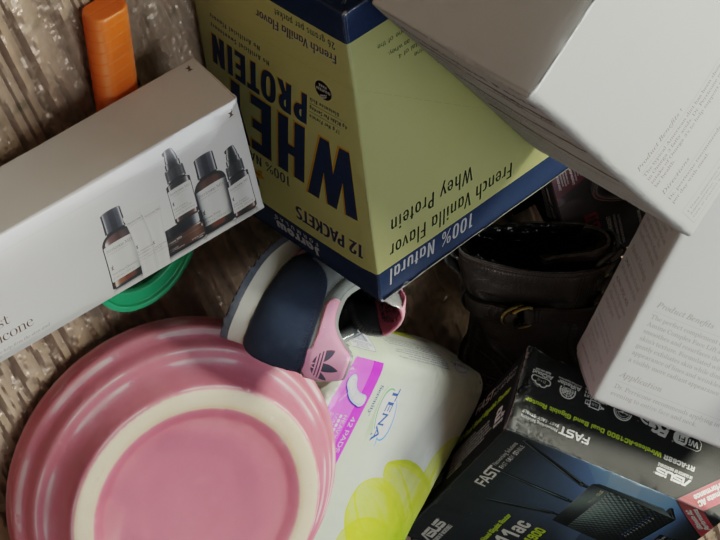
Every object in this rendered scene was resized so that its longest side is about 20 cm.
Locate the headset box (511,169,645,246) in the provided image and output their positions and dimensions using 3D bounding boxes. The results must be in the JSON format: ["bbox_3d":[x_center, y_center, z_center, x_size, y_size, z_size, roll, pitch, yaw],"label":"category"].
[{"bbox_3d":[0.177,-0.093,1.790,0.199,0.075,0.149,-25,149,-3],"label":"headset box"}]

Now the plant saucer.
[{"bbox_3d":[-0.101,0.127,1.664,0.200,0.051,0.202,-10,115,-22],"label":"plant saucer"}]

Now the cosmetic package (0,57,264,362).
[{"bbox_3d":[-0.150,-0.024,1.525,0.200,0.051,0.083,-32,135,-18],"label":"cosmetic package"}]

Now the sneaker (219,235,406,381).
[{"bbox_3d":[0.000,0.000,1.677,0.200,0.082,0.070,-47,163,-44],"label":"sneaker"}]

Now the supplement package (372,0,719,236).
[{"bbox_3d":[0.120,-0.122,1.498,0.117,0.117,0.200,-55,144,-1],"label":"supplement package"}]

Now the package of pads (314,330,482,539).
[{"bbox_3d":[-0.022,0.128,1.796,0.154,0.068,0.201,16,105,-52],"label":"package of pads"}]

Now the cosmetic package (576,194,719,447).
[{"bbox_3d":[0.216,-0.004,1.722,0.101,0.074,0.201,21,110,-15],"label":"cosmetic package"}]

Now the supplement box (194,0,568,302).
[{"bbox_3d":[0.028,-0.134,1.597,0.200,0.134,0.200,-35,139,-26],"label":"supplement box"}]

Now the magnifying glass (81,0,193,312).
[{"bbox_3d":[-0.128,-0.061,1.574,0.079,0.022,0.201,-32,140,-29],"label":"magnifying glass"}]

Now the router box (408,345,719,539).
[{"bbox_3d":[0.130,0.137,1.840,0.200,0.149,0.062,127,-16,-59],"label":"router box"}]

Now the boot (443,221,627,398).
[{"bbox_3d":[0.145,0.034,1.823,0.199,0.070,0.174,2,145,-3],"label":"boot"}]
